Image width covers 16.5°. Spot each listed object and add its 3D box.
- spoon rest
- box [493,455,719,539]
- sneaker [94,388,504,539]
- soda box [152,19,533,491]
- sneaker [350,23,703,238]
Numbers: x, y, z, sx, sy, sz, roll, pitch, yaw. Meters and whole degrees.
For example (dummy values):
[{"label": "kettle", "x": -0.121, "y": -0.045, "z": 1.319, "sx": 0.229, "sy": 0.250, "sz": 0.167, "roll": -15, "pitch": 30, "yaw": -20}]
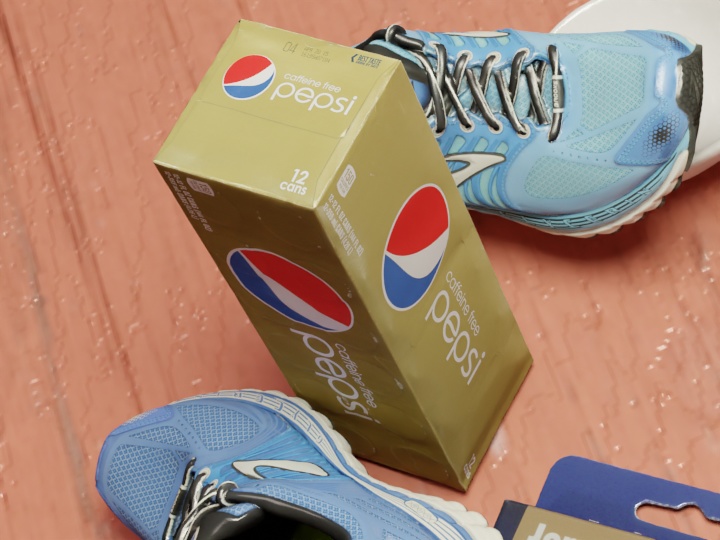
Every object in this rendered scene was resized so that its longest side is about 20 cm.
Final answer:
[{"label": "spoon rest", "x": 0.156, "y": -0.070, "z": 0.966, "sx": 0.199, "sy": 0.061, "sz": 0.100, "roll": 5, "pitch": 61, "yaw": 22}, {"label": "box", "x": 0.082, "y": 0.157, "z": 0.867, "sx": 0.121, "sy": 0.032, "sz": 0.201, "roll": 13, "pitch": 63, "yaw": 27}, {"label": "sneaker", "x": -0.038, "y": 0.091, "z": 0.890, "sx": 0.200, "sy": 0.089, "sz": 0.079, "roll": 18, "pitch": 100, "yaw": 47}, {"label": "soda box", "x": 0.000, "y": 0.000, "z": 0.891, "sx": 0.068, "sy": 0.200, "sz": 0.064, "roll": 17, "pitch": 65, "yaw": 28}, {"label": "sneaker", "x": 0.040, "y": -0.056, "z": 0.950, "sx": 0.199, "sy": 0.090, "sz": 0.079, "roll": -6, "pitch": 74, "yaw": 39}]
